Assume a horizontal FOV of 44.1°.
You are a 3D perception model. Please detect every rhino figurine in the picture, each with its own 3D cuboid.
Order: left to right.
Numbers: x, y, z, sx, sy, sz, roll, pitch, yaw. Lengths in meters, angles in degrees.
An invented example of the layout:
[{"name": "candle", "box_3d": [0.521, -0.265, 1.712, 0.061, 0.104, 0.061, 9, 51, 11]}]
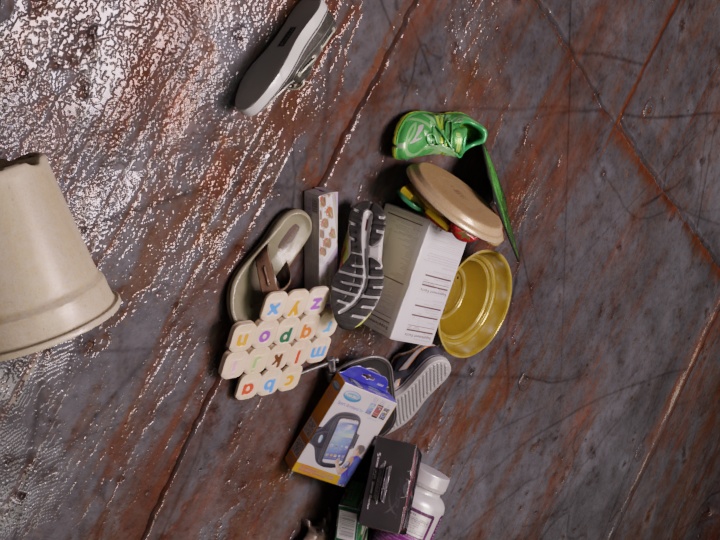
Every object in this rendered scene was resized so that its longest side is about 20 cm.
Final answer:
[{"name": "rhino figurine", "box_3d": [-0.091, 0.510, 1.554, 0.087, 0.059, 0.203, 26, 86, -49]}]

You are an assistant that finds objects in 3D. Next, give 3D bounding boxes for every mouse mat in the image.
[{"name": "mouse mat", "box_3d": [0.242, -0.132, 1.556, 0.007, 0.202, 0.162, -18, 133, 14]}]

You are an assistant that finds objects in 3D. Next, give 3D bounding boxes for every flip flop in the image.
[{"name": "flip flop", "box_3d": [-0.128, 0.001, 1.313, 0.201, 0.057, 0.081, -56, 135, -10]}]

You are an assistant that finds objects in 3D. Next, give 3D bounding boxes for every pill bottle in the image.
[{"name": "pill bottle", "box_3d": [0.092, 0.468, 1.678, 0.112, 0.112, 0.203, 26, 88, -46]}]

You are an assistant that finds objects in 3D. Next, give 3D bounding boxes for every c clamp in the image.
[{"name": "c clamp", "box_3d": [-0.018, 0.219, 1.509, 0.169, 0.027, 0.203, -22, 120, -14]}]

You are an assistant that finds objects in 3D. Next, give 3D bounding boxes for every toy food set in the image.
[{"name": "toy food set", "box_3d": [0.148, -0.106, 1.438, 0.049, 0.197, 0.200, -53, 171, 22]}]

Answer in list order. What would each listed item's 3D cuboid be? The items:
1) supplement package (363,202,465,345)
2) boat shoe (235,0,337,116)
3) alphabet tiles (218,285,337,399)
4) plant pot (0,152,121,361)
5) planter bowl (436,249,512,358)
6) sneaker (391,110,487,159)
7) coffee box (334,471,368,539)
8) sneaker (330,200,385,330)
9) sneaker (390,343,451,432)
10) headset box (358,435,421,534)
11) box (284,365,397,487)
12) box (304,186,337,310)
[{"name": "supplement package", "box_3d": [0.080, 0.008, 1.479, 0.109, 0.113, 0.203, 13, 99, -45]}, {"name": "boat shoe", "box_3d": [-0.095, -0.283, 1.223, 0.201, 0.070, 0.064, -56, 134, -14]}, {"name": "alphabet tiles", "box_3d": [-0.121, 0.109, 1.355, 0.198, 0.015, 0.198, -7, 127, -41]}, {"name": "plant pot", "box_3d": [-0.385, -0.024, 0.979, 0.199, 0.199, 0.187, -24, 110, -35]}, {"name": "planter bowl", "box_3d": [0.182, 0.049, 1.616, 0.198, 0.083, 0.204, -19, 119, -38]}, {"name": "sneaker", "box_3d": [0.131, -0.223, 1.457, 0.198, 0.083, 0.075, -19, 119, -37]}, {"name": "coffee box", "box_3d": [-0.017, 0.479, 1.584, 0.123, 0.043, 0.204, -52, 150, -69]}, {"name": "sneaker", "box_3d": [0.000, 0.000, 1.393, 0.090, 0.077, 0.203, 109, -5, -72]}, {"name": "sneaker", "box_3d": [0.074, 0.209, 1.588, 0.200, 0.080, 0.078, -44, 128, 11]}, {"name": "headset box", "box_3d": [0.054, 0.374, 1.539, 0.200, 0.074, 0.151, 67, 35, -73]}, {"name": "box", "box_3d": [-0.026, 0.258, 1.483, 0.118, 0.042, 0.202, 25, 103, -33]}, {"name": "box", "box_3d": [-0.062, -0.027, 1.380, 0.038, 0.041, 0.203, -17, 116, -38]}]
